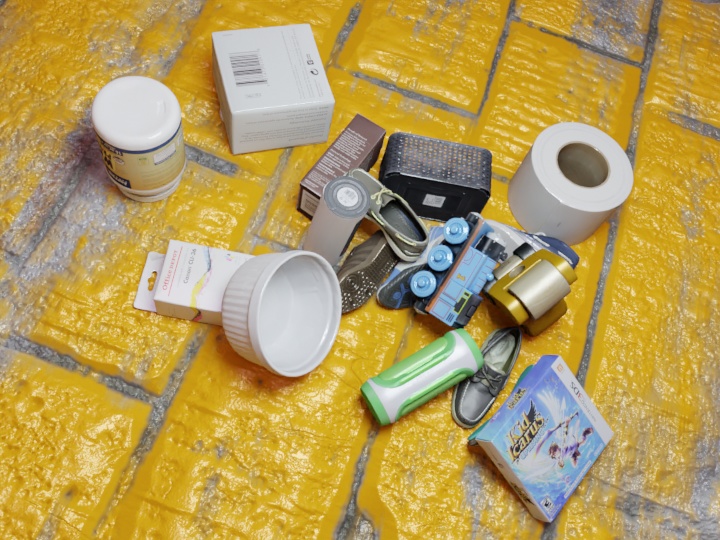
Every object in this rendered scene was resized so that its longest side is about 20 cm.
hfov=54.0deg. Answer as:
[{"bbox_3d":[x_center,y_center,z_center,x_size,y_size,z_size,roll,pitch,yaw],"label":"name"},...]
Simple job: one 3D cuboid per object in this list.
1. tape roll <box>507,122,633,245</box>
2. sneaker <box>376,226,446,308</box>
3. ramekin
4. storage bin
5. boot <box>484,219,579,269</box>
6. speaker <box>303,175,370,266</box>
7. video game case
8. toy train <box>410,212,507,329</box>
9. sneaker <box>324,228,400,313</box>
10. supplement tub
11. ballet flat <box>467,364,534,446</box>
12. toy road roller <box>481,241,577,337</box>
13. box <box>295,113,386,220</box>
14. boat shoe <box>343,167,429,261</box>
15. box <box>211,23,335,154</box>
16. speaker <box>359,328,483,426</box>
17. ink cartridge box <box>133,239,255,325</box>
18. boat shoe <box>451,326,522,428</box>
[{"bbox_3d":[0.405,-0.167,1.376,0.202,0.139,0.203,4,63,-8],"label":"tape roll"},{"bbox_3d":[0.104,-0.006,1.294,0.200,0.076,0.077,-40,39,-15],"label":"sneaker"},{"bbox_3d":[-0.132,0.065,1.143,0.105,0.200,0.200,5,55,37],"label":"ramekin"},{"bbox_3d":[0.137,-0.169,1.331,0.199,0.135,0.094,11,62,-5],"label":"storage bin"},{"bbox_3d":[0.319,-0.045,1.350,0.200,0.073,0.090,37,45,10],"label":"boot"},{"bbox_3d":[-0.045,-0.080,1.221,0.081,0.200,0.081,6,65,-13],"label":"speaker"},{"bbox_3d":[0.307,0.271,1.157,0.200,0.045,0.181,-44,104,-25],"label":"video game case"},{"bbox_3d":[0.172,0.001,1.210,0.114,0.087,0.200,33,93,25],"label":"toy train"},{"bbox_3d":[0.000,0.000,1.272,0.200,0.075,0.071,-43,121,-20],"label":"sneaker"},{"bbox_3d":[-0.380,-0.222,1.231,0.144,0.200,0.145,4,63,-8],"label":"supplement tub"},{"bbox_3d":[0.266,0.245,1.196,0.075,0.068,0.200,47,62,3],"label":"ballet flat"},{"bbox_3d":[0.306,0.049,1.229,0.123,0.200,0.146,-39,104,0],"label":"toy road roller"},{"bbox_3d":[-0.036,-0.190,1.332,0.075,0.100,0.200,34,63,7],"label":"box"},{"bbox_3d":[0.046,-0.109,1.237,0.072,0.060,0.202,-35,80,-29],"label":"boat shoe"},{"bbox_3d":[-0.173,-0.352,1.369,0.199,0.131,0.199,-11,67,-15],"label":"box"},{"bbox_3d":[0.102,0.176,1.171,0.200,0.088,0.089,-29,72,-10],"label":"speaker"},{"bbox_3d":[-0.278,0.021,1.205,0.199,0.068,0.117,10,64,-5],"label":"ink cartridge box"},{"bbox_3d":[0.220,0.176,1.217,0.072,0.066,0.201,33,64,5],"label":"boat shoe"}]
